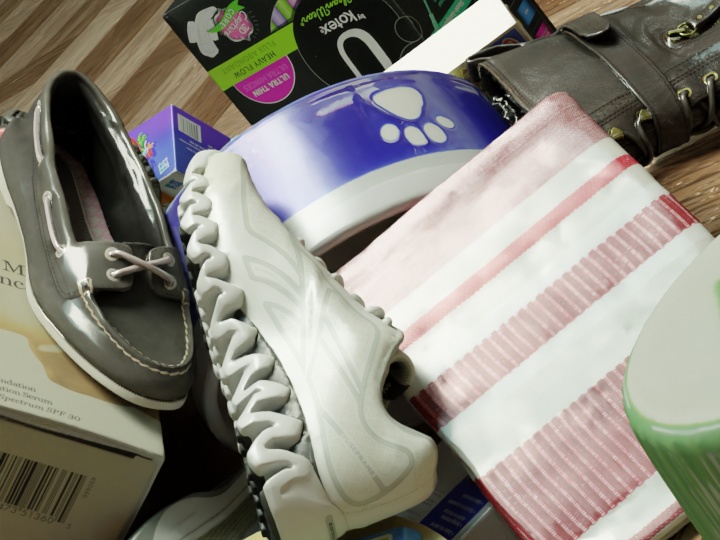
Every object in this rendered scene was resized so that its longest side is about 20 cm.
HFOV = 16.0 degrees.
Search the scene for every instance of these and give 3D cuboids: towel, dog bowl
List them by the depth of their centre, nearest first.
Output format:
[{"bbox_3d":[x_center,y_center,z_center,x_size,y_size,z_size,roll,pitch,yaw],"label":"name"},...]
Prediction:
[{"bbox_3d":[0.090,0.028,1.075,0.144,0.023,0.200,-40,55,-2],"label":"towel"},{"bbox_3d":[0.000,0.000,1.226,0.200,0.200,0.079,-36,59,9],"label":"dog bowl"}]

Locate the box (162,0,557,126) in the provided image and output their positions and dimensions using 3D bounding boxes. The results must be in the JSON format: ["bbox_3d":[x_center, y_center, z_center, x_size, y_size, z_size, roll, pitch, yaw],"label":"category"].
[{"bbox_3d":[0.012,-0.137,1.557,0.149,0.200,0.124,-25,22,38],"label":"box"}]

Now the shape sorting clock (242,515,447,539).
[{"bbox_3d":[-0.031,0.182,1.013,0.200,0.039,0.200,-18,43,18],"label":"shape sorting clock"}]

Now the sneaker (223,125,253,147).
[{"bbox_3d":[0.010,-0.052,1.362,0.096,0.200,0.079,-43,57,21],"label":"sneaker"}]

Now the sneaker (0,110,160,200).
[{"bbox_3d":[-0.192,-0.027,1.333,0.200,0.096,0.079,0,49,17],"label":"sneaker"}]

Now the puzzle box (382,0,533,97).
[{"bbox_3d":[0.056,-0.052,1.304,0.133,0.200,0.025,-37,58,8],"label":"puzzle box"}]

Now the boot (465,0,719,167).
[{"bbox_3d":[0.163,-0.077,1.163,0.174,0.069,0.200,-30,42,-16],"label":"boot"}]

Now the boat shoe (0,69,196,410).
[{"bbox_3d":[-0.119,-0.019,1.162,0.057,0.067,0.200,-62,38,27],"label":"boat shoe"}]

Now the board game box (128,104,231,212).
[{"bbox_3d":[-0.081,-0.005,1.422,0.134,0.200,0.045,-29,50,31],"label":"board game box"}]

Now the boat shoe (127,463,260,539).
[{"bbox_3d":[-0.051,0.132,1.185,0.074,0.065,0.202,-51,-13,19],"label":"boat shoe"}]

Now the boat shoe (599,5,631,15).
[{"bbox_3d":[0.201,-0.112,1.320,0.200,0.062,0.072,-6,52,32],"label":"boat shoe"}]

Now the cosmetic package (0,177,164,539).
[{"bbox_3d":[-0.155,0.038,1.174,0.071,0.105,0.200,-61,25,27],"label":"cosmetic package"}]

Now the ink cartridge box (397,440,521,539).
[{"bbox_3d":[0.042,0.112,1.113,0.200,0.039,0.099,-43,17,-11],"label":"ink cartridge box"}]

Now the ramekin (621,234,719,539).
[{"bbox_3d":[0.190,0.031,0.908,0.200,0.098,0.200,-36,16,12],"label":"ramekin"}]

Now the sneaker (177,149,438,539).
[{"bbox_3d":[-0.025,0.029,1.078,0.081,0.075,0.200,-17,56,-5],"label":"sneaker"}]

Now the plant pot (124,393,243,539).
[{"bbox_3d":[-0.160,0.108,1.319,0.200,0.200,0.198,-28,12,33],"label":"plant pot"}]
